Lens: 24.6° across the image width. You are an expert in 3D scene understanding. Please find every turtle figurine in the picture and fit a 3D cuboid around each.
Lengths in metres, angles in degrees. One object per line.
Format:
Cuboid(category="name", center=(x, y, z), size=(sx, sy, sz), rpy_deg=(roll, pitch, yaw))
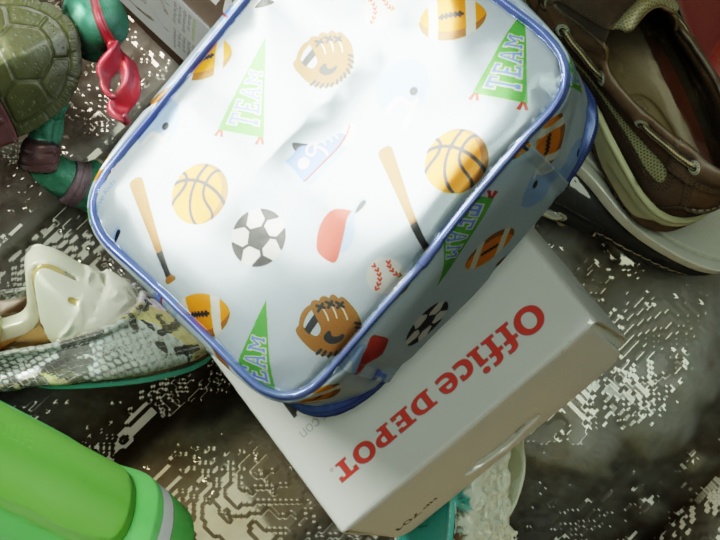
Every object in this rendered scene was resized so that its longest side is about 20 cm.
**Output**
Cuboid(category="turtle figurine", center=(-0.178, -0.090, 0.784), size=(0.200, 0.101, 0.150), rpy_deg=(-23, 80, -5))

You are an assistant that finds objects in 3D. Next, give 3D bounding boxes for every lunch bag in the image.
Cuboid(category="lunch bag", center=(-0.008, -0.053, 0.683), size=(0.160, 0.076, 0.200), rpy_deg=(43, 94, 22))

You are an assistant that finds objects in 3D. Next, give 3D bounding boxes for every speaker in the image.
Cuboid(category="speaker", center=(-0.174, 0.094, 0.721), size=(0.200, 0.088, 0.089), rpy_deg=(32, 75, -25))

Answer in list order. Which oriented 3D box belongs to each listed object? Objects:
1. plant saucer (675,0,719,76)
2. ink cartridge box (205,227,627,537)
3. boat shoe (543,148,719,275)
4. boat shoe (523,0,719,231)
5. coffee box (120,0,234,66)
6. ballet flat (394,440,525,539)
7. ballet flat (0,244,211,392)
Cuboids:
Cuboid(category="plant saucer", center=(0.198, -0.205, 0.833), size=(0.037, 0.200, 0.200), rpy_deg=(23, 74, 33))
Cuboid(category="ink cartridge box", center=(0.000, 0.000, 0.754), size=(0.146, 0.086, 0.200), rpy_deg=(-41, 70, 7))
Cuboid(category="boat shoe", center=(0.104, -0.055, 0.838), size=(0.200, 0.060, 0.074), rpy_deg=(30, 53, -15))
Cuboid(category="boat shoe", center=(0.123, -0.119, 0.784), size=(0.075, 0.075, 0.202), rpy_deg=(-35, 91, -25))
Cuboid(category="coffee box", center=(-0.101, -0.200, 0.819), size=(0.200, 0.080, 0.114), rpy_deg=(45, 72, 1))
Cuboid(category="ballet flat", center=(0.054, 0.060, 0.814), size=(0.072, 0.072, 0.200), rpy_deg=(7, 80, -8))
Cuboid(category="ballet flat", center=(-0.165, 0.024, 0.768), size=(0.200, 0.072, 0.072), rpy_deg=(-8, 81, -9))
